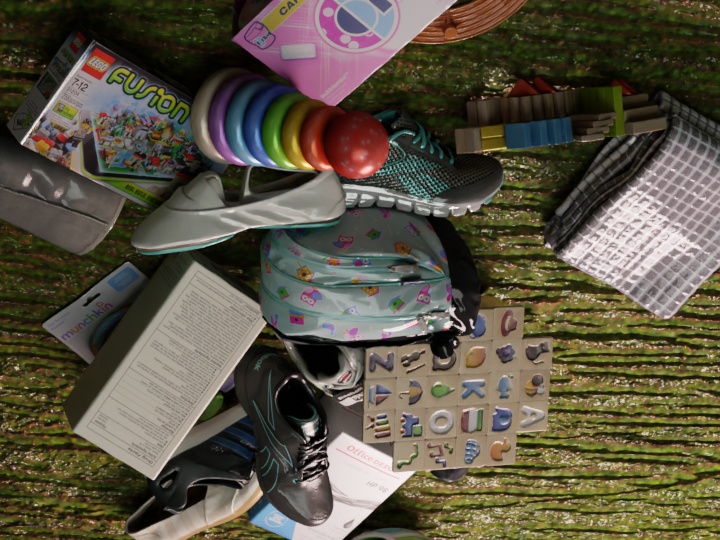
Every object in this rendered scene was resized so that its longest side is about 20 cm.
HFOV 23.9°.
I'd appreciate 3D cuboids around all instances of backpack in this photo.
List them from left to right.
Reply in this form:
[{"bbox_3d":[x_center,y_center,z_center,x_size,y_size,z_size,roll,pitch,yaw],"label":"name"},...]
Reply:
[{"bbox_3d":[0.000,0.000,1.608,0.198,0.167,0.128,-1,115,-18],"label":"backpack"}]

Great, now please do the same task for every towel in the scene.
[{"bbox_3d":[0.296,-0.058,1.679,0.164,0.086,0.200,23,122,-29],"label":"towel"}]

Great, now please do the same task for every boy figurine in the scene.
[{"bbox_3d":[0.097,0.113,1.769,0.064,0.123,0.202,-17,125,-57],"label":"boy figurine"}]

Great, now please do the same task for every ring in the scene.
[{"bbox_3d":[0.077,-0.279,1.475,0.198,0.019,0.202,-7,131,-7],"label":"ring"}]

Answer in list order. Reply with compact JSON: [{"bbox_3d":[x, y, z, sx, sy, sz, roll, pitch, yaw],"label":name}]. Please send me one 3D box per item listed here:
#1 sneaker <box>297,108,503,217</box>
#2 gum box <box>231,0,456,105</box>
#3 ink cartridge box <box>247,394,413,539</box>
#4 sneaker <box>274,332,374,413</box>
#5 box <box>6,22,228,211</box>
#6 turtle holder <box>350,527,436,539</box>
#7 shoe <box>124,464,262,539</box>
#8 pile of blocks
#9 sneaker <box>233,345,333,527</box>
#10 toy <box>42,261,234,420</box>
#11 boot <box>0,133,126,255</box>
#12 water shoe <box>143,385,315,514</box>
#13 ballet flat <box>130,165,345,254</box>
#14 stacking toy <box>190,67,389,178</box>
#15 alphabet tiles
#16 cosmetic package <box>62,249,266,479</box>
[{"bbox_3d":[0.044,-0.106,1.583,0.198,0.078,0.092,1,126,-17],"label":"sneaker"},{"bbox_3d":[-0.001,-0.240,1.433,0.113,0.067,0.199,35,123,-29],"label":"gum box"},{"bbox_3d":[-0.022,0.207,1.840,0.115,0.067,0.200,28,118,-32],"label":"ink cartridge box"},{"bbox_3d":[-0.021,0.100,1.711,0.074,0.089,0.200,-42,119,12],"label":"sneaker"},{"bbox_3d":[-0.198,-0.124,1.485,0.199,0.035,0.110,27,104,-46],"label":"box"},{"bbox_3d":[0.027,0.353,1.950,0.141,0.185,0.132,-52,131,-11],"label":"turtle holder"},{"bbox_3d":[-0.170,0.240,1.828,0.199,0.070,0.053,-36,138,20],"label":"shoe"},{"bbox_3d":[0.184,-0.150,1.575,0.197,0.082,0.063,-8,98,-11],"label":"pile of blocks"},{"bbox_3d":[-0.067,0.173,1.703,0.075,0.079,0.202,-33,114,-31],"label":"sneaker"},{"bbox_3d":[-0.208,0.090,1.704,0.115,0.047,0.200,-35,130,14],"label":"toy"},{"bbox_3d":[-0.293,-0.102,1.500,0.198,0.073,0.182,24,134,-23],"label":"boot"},{"bbox_3d":[-0.127,0.184,1.755,0.198,0.080,0.072,-25,170,-16],"label":"water shoe"},{"bbox_3d":[-0.110,-0.063,1.519,0.198,0.070,0.070,-10,133,-13],"label":"ballet flat"},{"bbox_3d":[-0.052,-0.120,1.437,0.085,0.199,0.086,-14,110,-43],"label":"stacking toy"},{"bbox_3d":[0.098,0.119,1.712,0.197,0.006,0.169,-2,105,-15],"label":"alphabet tiles"},{"bbox_3d":[-0.186,0.085,1.636,0.103,0.073,0.201,36,94,-26],"label":"cosmetic package"}]
